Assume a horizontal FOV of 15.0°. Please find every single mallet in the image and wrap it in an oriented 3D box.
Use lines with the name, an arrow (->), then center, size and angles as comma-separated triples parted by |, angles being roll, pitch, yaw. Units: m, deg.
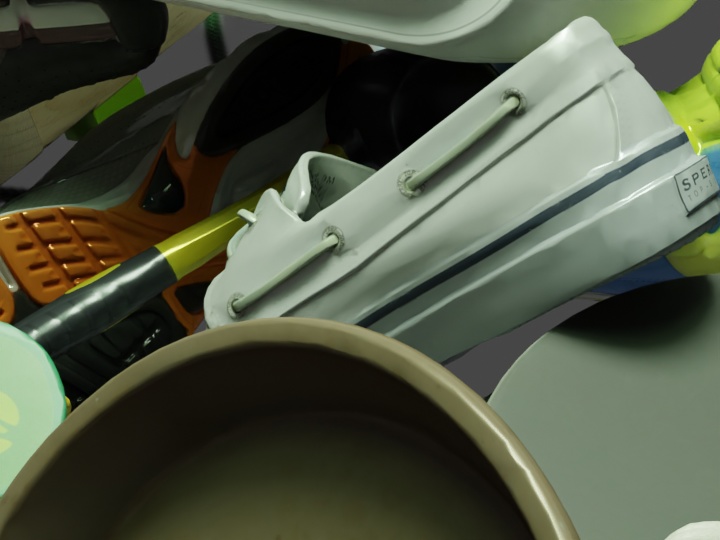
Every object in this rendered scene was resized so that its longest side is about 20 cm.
mallet -> -0.051, -0.006, 0.773 | 0.199, 0.041, 0.066 | -30, 12, -7

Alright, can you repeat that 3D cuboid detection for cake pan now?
cake pan -> 0.108, 0.071, 0.642 | 0.199, 0.037, 0.201 | 5, 41, -4

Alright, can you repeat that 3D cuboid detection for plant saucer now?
plant saucer -> -0.021, 0.110, 0.557 | 0.029, 0.201, 0.200 | 18, 9, -46

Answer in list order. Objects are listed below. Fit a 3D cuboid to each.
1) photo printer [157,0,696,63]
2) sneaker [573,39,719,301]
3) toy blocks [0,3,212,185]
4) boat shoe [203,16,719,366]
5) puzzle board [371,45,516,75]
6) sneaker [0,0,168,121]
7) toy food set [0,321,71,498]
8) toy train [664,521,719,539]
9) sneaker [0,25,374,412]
photo printer -> -0.002, -0.106, 0.773 | 0.199, 0.070, 0.166 | 14, 13, 25
sneaker -> 0.090, -0.004, 0.782 | 0.200, 0.105, 0.076 | -19, 24, 44
toy blocks -> -0.133, -0.092, 0.950 | 0.136, 0.100, 0.200 | 5, 36, 40
boat shoe -> 0.000, 0.000, 0.716 | 0.199, 0.067, 0.074 | -29, -2, 24
puzzle board -> 0.068, -0.098, 0.917 | 0.200, 0.017, 0.150 | -34, 17, -33
sneaker -> -0.153, -0.028, 0.807 | 0.199, 0.116, 0.076 | -5, 14, -5
toy food set -> -0.178, 0.052, 0.694 | 0.199, 0.049, 0.198 | 30, 67, 15
toy train -> 0.142, 0.125, 0.547 | 0.199, 0.056, 0.151 | 12, 55, -6
sneaker -> -0.081, -0.001, 0.824 | 0.200, 0.076, 0.092 | -34, 14, -22
